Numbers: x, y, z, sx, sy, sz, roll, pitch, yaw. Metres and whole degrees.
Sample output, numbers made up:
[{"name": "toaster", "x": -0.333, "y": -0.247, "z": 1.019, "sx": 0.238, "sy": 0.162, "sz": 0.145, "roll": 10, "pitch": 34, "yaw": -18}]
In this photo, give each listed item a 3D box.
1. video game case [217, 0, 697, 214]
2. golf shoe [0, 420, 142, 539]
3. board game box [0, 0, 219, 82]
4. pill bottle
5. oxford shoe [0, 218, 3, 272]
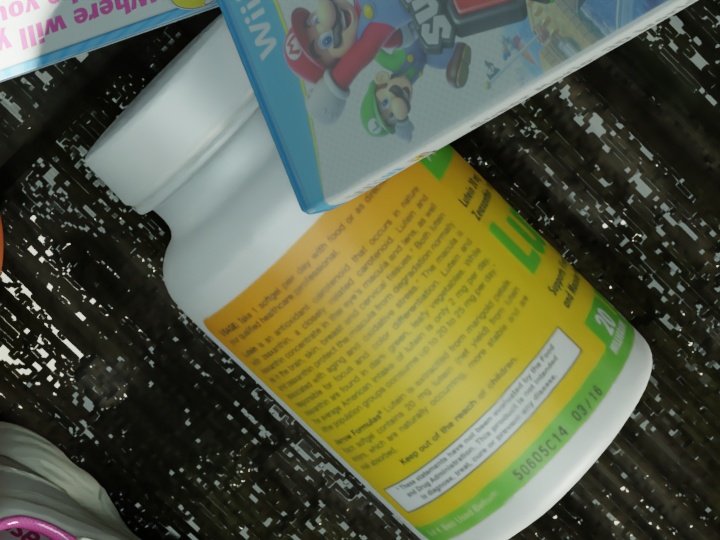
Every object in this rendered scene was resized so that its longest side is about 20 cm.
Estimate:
[{"name": "video game case", "x": 0.026, "y": -0.120, "z": 0.836, "sx": 0.200, "sy": 0.018, "sz": 0.143, "roll": -29, "pitch": 80, "yaw": 41}, {"name": "golf shoe", "x": -0.088, "y": 0.139, "z": 1.014, "sx": 0.200, "sy": 0.092, "sz": 0.075, "roll": 32, "pitch": 104, "yaw": -7}, {"name": "board game box", "x": -0.135, "y": -0.130, "z": 0.902, "sx": 0.200, "sy": 0.034, "sz": 0.135, "roll": -21, "pitch": 125, "yaw": -22}, {"name": "pill bottle", "x": 0.000, "y": 0.000, "z": 0.958, "sx": 0.200, "sy": 0.111, "sz": 0.111, "roll": 44, "pitch": 103, "yaw": -9}, {"name": "oxford shoe", "x": -0.173, "y": 0.007, "z": 0.955, "sx": 0.071, "sy": 0.073, "sz": 0.200, "roll": -15, "pitch": 72, "yaw": 16}]
